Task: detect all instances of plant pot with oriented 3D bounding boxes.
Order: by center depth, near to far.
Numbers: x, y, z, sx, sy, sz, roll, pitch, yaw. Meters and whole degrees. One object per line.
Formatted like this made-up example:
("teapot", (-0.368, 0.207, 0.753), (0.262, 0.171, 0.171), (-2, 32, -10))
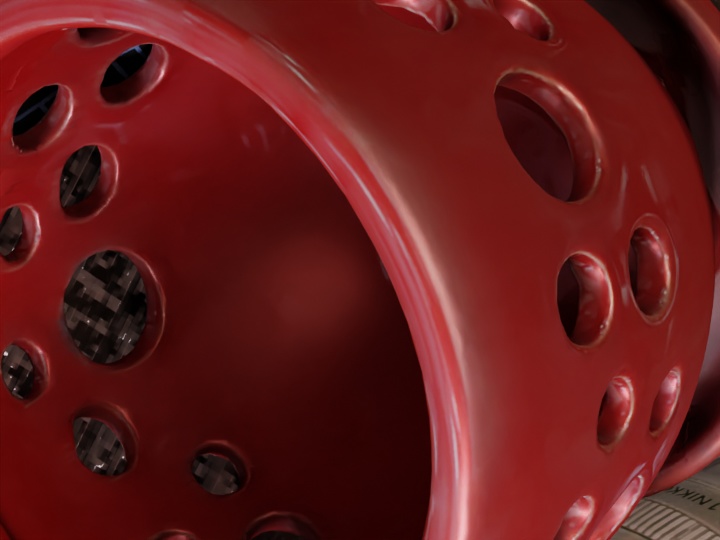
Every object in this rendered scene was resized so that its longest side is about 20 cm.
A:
("plant pot", (0.000, 0.000, 0.710), (0.182, 0.200, 0.201), (-27, 97, -48))

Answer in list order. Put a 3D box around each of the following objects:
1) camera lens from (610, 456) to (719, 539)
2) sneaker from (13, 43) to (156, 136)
("camera lens", (0.061, 0.158, 0.765), (0.200, 0.160, 0.160), (-27, 97, -30))
("sneaker", (-0.086, -0.081, 0.760), (0.200, 0.078, 0.070), (-41, 103, -28))
